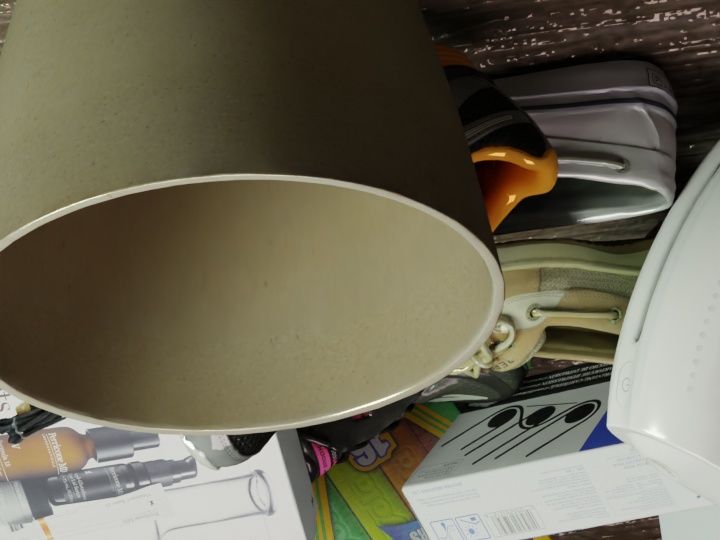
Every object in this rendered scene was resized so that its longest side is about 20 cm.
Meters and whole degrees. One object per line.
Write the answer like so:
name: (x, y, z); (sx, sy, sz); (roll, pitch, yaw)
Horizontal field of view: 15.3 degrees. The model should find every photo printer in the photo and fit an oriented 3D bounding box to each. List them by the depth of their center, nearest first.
photo printer: (0.207, 0.037, 1.165); (0.199, 0.167, 0.069); (30, 170, -23)

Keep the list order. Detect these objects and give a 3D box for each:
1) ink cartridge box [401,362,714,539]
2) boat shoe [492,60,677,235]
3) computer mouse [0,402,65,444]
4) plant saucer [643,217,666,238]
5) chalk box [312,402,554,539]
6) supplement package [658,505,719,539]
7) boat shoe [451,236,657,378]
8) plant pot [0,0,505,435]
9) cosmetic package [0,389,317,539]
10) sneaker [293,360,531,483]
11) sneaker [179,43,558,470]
ink cartridge box: (0.124, 0.080, 1.288); (0.199, 0.094, 0.044); (-15, 112, 39)
boat shoe: (0.039, -0.041, 1.155); (0.199, 0.067, 0.074); (-12, 151, 14)
computer mouse: (-0.087, 0.015, 1.158); (0.200, 0.034, 0.059); (-35, -175, 19)
plant saucer: (0.213, 0.003, 1.302); (0.199, 0.035, 0.201); (-4, 151, -2)
chalk box: (0.031, 0.179, 1.393); (0.124, 0.200, 0.124); (-29, 163, -29)
supplement package: (0.256, 0.109, 1.306); (0.199, 0.157, 0.111); (-21, 149, 29)
boat shoe: (0.086, 0.023, 1.177); (0.200, 0.064, 0.073); (-3, 168, -32)
plant pot: (-0.049, -0.072, 0.943); (0.186, 0.201, 0.188); (-3, 152, -2)
cosmetic package: (-0.114, 0.058, 1.246); (0.150, 0.052, 0.201); (-11, 122, 7)
sneaker: (-0.013, 0.068, 1.330); (0.199, 0.084, 0.077); (-8, 153, 0)
sneaker: (0.000, 0.000, 1.074); (0.077, 0.200, 0.078); (33, 172, 32)
